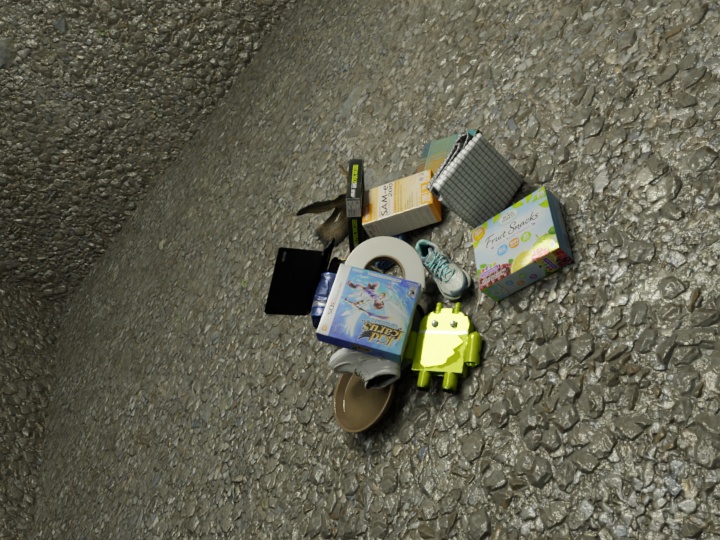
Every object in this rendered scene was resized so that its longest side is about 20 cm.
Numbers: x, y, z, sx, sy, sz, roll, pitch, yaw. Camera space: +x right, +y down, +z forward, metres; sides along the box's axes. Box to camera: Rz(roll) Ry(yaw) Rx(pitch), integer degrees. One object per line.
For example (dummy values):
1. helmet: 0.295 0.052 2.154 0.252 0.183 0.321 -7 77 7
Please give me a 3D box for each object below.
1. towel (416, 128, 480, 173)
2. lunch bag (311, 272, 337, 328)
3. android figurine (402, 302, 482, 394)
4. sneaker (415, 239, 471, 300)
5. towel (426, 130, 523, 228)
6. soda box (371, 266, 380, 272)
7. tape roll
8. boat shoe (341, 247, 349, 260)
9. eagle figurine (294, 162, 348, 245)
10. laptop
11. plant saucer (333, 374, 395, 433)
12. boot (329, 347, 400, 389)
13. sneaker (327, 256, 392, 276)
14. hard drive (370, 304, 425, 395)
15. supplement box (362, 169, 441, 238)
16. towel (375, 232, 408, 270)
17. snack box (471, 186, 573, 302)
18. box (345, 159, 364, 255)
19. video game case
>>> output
1. towel: 0.227 -0.294 1.832 0.198 0.022 0.149 -7 58 51
2. lunch bag: -0.022 0.102 1.705 0.136 0.195 0.135 90 -168 -71
3. android figurine: 0.180 0.165 1.500 0.179 0.041 0.204 0 64 31
4. sneaker: 0.183 -0.004 1.607 0.078 0.086 0.200 -48 36 8
5. towel: 0.257 -0.201 1.566 0.167 0.199 0.086 -52 34 6
6. soda box: -0.022 0.074 1.831 0.202 0.063 0.068 -58 34 3
7. tape roll: 0.055 0.021 1.621 0.198 0.037 0.208 -2 73 7
8. boat shoe: -0.040 0.005 1.908 0.071 0.059 0.204 -4 62 52
9. eagle figurine: -0.075 -0.183 2.028 0.201 0.151 0.151 -50 -5 -16
10. laptop: -0.150 0.010 1.734 0.200 0.101 0.181 -60 -13 -69
11. plant saucer: 0.012 0.283 1.606 0.198 0.029 0.203 -31 44 34
12. boot: 0.007 0.224 1.560 0.197 0.073 0.097 -23 47 32
13. sneaker: 0.000 0.000 1.753 0.196 0.076 0.090 3 72 26
14. hard drive: 0.088 0.189 1.634 0.200 0.033 0.141 -45 37 20
15. supplement box: 0.107 -0.168 1.786 0.196 0.074 0.128 -17 46 21
16. towel: 0.071 -0.104 1.860 0.111 0.048 0.203 -38 40 29
17. snack box: 0.339 -0.055 1.468 0.198 0.067 0.171 -31 44 33
18. box: -0.011 -0.166 1.873 0.046 0.203 0.195 -2 40 2
19. video game case: 0.021 0.092 1.539 0.196 0.046 0.184 13 63 11
